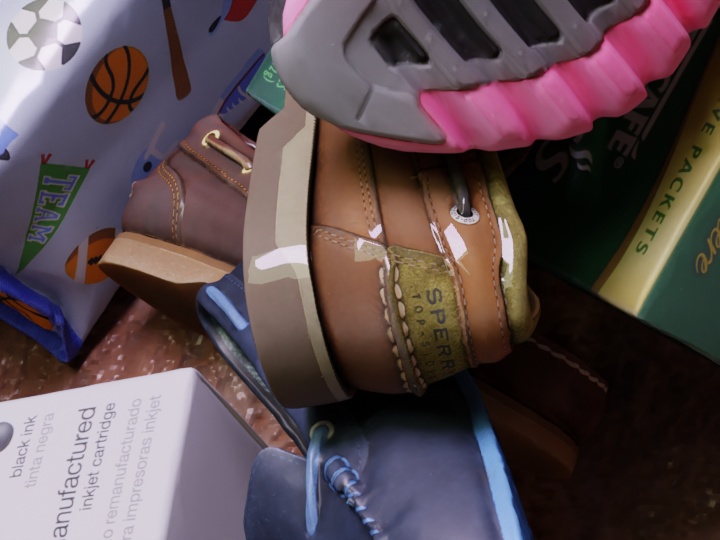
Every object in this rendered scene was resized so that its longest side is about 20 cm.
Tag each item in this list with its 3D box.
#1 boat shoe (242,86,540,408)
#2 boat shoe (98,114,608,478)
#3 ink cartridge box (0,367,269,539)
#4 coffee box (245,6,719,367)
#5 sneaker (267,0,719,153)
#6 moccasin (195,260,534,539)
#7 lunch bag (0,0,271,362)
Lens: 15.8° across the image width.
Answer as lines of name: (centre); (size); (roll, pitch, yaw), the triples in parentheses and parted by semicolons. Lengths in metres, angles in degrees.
boat shoe: (0.016, -0.046, 0.660); (0.068, 0.072, 0.200); (-8, 48, 12)
boat shoe: (0.000, 0.000, 0.779); (0.200, 0.070, 0.070); (24, 75, 42)
ink cartridge box: (-0.125, 0.123, 0.752); (0.199, 0.084, 0.146); (-11, 51, 25)
coffee box: (0.058, -0.064, 0.704); (0.123, 0.044, 0.200); (-59, 38, 3)
sneaker: (0.055, -0.098, 0.620); (0.200, 0.079, 0.095); (-34, 28, -16)
moccasin: (0.005, 0.063, 0.641); (0.068, 0.081, 0.200); (-19, 35, -2)
lunch bag: (-0.132, -0.089, 0.898); (0.200, 0.124, 0.170); (28, 75, 35)
